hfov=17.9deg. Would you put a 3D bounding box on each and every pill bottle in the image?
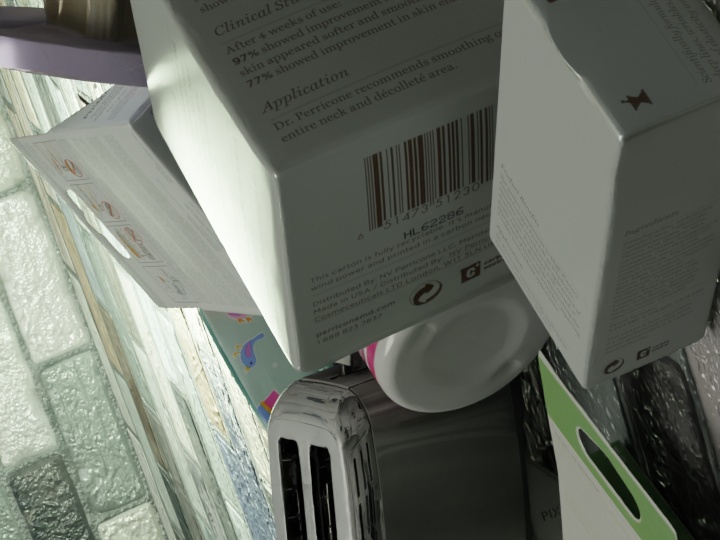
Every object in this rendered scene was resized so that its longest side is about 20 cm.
[{"bbox_3d":[0.020,-0.026,1.312,0.114,0.113,0.200,83,160,-49],"label":"pill bottle"}]

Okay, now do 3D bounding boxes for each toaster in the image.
[{"bbox_3d":[0.024,0.138,1.353,0.113,0.129,0.201,9,106,58],"label":"toaster"}]

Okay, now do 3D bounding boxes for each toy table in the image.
[{"bbox_3d":[-0.141,-0.176,1.323,0.184,0.199,0.118,-106,23,-74],"label":"toy table"}]

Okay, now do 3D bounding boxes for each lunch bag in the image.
[{"bbox_3d":[-0.019,0.070,1.556,0.200,0.077,0.161,36,-158,-55],"label":"lunch bag"}]

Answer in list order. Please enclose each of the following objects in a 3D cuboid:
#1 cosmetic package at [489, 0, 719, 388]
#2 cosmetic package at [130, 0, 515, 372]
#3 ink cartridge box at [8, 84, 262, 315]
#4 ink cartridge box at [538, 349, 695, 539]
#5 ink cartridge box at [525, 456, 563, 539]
[{"bbox_3d":[0.111,-0.046,1.009,0.102,0.074,0.200,59,163,28],"label":"cosmetic package"},{"bbox_3d":[-0.006,-0.094,1.182,0.167,0.167,0.200,84,159,-53],"label":"cosmetic package"},{"bbox_3d":[-0.122,-0.044,1.443,0.163,0.057,0.200,50,162,-20],"label":"ink cartridge box"},{"bbox_3d":[0.153,0.145,1.211,0.146,0.048,0.201,54,162,43],"label":"ink cartridge box"},{"bbox_3d":[0.108,0.158,1.441,0.161,0.050,0.201,99,154,-67],"label":"ink cartridge box"}]
